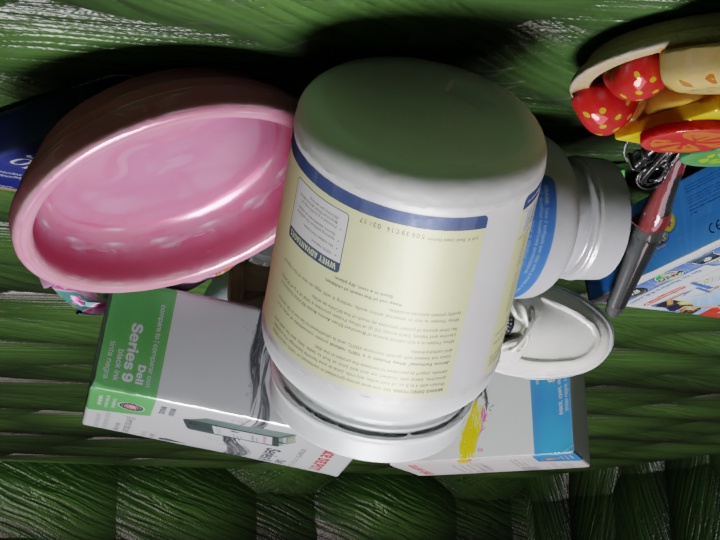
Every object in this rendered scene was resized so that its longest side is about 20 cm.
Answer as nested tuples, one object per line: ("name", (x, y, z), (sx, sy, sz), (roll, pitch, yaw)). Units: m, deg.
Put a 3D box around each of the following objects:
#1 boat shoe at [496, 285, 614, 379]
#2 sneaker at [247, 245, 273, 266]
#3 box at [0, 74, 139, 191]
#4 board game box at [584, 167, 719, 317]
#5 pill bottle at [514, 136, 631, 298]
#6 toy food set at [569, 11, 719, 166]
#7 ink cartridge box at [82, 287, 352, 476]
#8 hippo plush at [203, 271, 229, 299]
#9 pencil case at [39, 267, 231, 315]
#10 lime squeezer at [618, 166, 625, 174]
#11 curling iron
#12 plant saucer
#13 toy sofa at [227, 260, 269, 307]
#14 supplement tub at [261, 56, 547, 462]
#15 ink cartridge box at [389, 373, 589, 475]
("boat shoe", (0.093, 0.037, 1.515), (0.198, 0.072, 0.070), (15, -176, -16))
("sneaker", (-0.009, -0.051, 1.468), (0.199, 0.077, 0.090), (-6, 168, -41))
("box", (-0.169, -0.081, 1.344), (0.120, 0.033, 0.199), (8, 164, -44))
("board game box", (0.297, -0.028, 1.572), (0.195, 0.056, 0.199), (6, 155, -42))
("pill bottle", (0.074, -0.038, 1.402), (0.198, 0.113, 0.112), (3, 168, -26))
("toy food set", (0.222, -0.106, 1.246), (0.197, 0.049, 0.199), (6, 166, -39))
("ink cartridge box", (-0.091, 0.078, 1.528), (0.198, 0.085, 0.146), (12, 164, -6))
("hippo plush", (-0.048, 0.059, 1.780), (0.198, 0.161, 0.161), (-5, 170, 15))
("pencil case", (-0.157, -0.020, 1.527), (0.087, 0.088, 0.199), (4, 169, -33))
("lime squeezer", (0.102, -0.021, 1.499), (0.070, 0.200, 0.038), (34, 145, 16))
("curling iron", (0.192, -0.035, 1.477), (0.049, 0.026, 0.201), (-10, 145, -13))
("plant saucer", (-0.115, -0.058, 1.281), (0.199, 0.051, 0.201), (-16, 155, -8))
("toy sofa", (0.000, 0.000, 1.603), (0.198, 0.084, 0.098), (6, -153, 1))
("supplement tub", (0.020, -0.005, 1.237), (0.144, 0.201, 0.145), (8, -147, -5))
("ink cartridge box", (0.136, 0.138, 2.296), (0.198, 0.146, 0.147), (-5, 169, 12))
